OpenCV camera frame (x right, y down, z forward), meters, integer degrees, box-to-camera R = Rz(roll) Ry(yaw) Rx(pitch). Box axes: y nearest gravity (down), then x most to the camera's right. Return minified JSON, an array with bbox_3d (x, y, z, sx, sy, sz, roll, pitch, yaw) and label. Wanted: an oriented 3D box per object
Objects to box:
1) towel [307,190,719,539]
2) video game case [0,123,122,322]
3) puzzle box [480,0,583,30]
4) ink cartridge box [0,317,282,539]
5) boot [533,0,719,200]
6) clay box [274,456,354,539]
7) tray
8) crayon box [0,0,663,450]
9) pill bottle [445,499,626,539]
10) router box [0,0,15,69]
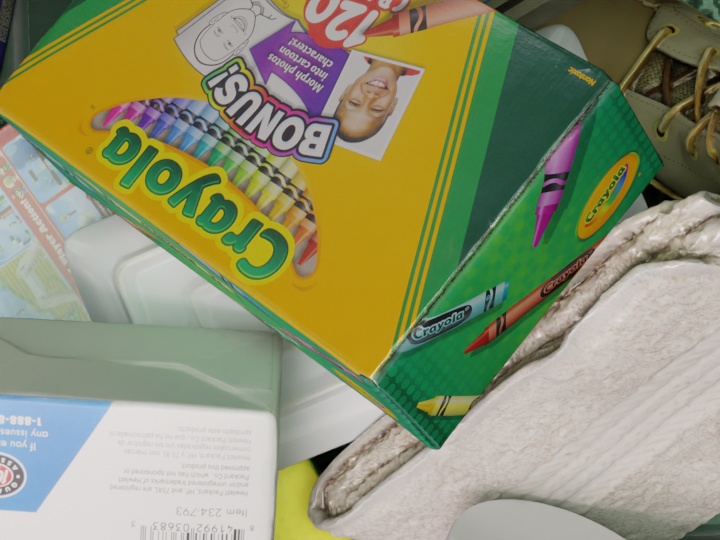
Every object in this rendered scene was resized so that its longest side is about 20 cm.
[{"bbox_3d":[0.091,0.052,0.771,0.132,0.035,0.200,21,133,-33],"label":"towel"},{"bbox_3d":[-0.066,-0.011,0.818,0.200,0.017,0.143,-35,88,-5],"label":"video game case"},{"bbox_3d":[0.032,-0.143,0.774,0.025,0.200,0.133,-16,88,-20],"label":"puzzle box"},{"bbox_3d":[-0.089,0.121,0.765,0.116,0.067,0.201,4,112,-2],"label":"ink cartridge box"},{"bbox_3d":[0.124,-0.060,0.788,0.200,0.155,0.073,32,90,2],"label":"boot"},{"bbox_3d":[-0.066,0.098,0.844,0.115,0.048,0.200,-30,86,-1],"label":"clay box"},{"bbox_3d":[0.000,0.000,0.777,0.200,0.022,0.108,-23,86,10],"label":"tray"},{"bbox_3d":[-0.015,-0.045,0.736,0.200,0.058,0.119,34,82,36],"label":"crayon box"},{"bbox_3d":[0.036,0.185,0.777,0.112,0.112,0.200,21,113,2],"label":"pill bottle"},{"bbox_3d":[-0.240,-0.036,0.851,0.179,0.049,0.201,13,89,1],"label":"router box"}]
